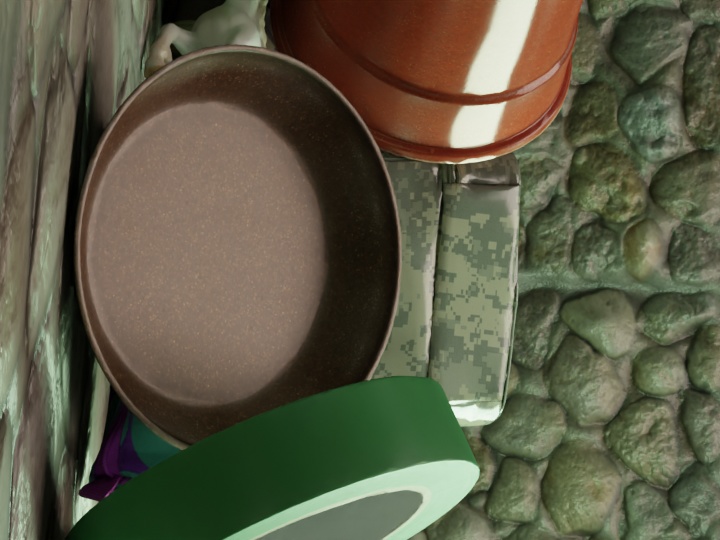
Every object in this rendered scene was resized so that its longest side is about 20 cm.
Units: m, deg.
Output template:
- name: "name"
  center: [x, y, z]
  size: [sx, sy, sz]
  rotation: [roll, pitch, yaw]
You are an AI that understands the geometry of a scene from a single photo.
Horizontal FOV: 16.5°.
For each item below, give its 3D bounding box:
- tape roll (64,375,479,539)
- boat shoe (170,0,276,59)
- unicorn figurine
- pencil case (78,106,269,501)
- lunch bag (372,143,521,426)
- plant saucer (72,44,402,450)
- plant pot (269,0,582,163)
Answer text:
- name: "tape roll"
  center: [-0.042, 0.117, 1.188]
  size: [0.200, 0.200, 0.048]
  rotation: [92, -26, -71]
- name: "boat shoe"
  center: [-0.082, -0.158, 1.597]
  size: [0.200, 0.073, 0.065]
  rotation: [17, 82, -89]
- name: "unicorn figurine"
  center: [-0.070, -0.114, 1.459]
  size: [0.137, 0.074, 0.200]
  rotation: [-46, 138, -63]
- name: "pencil case"
  center: [-0.091, 0.019, 1.254]
  size: [0.092, 0.085, 0.200]
  rotation: [8, 84, -46]
- name: "lunch bag"
  center: [0.000, 0.000, 1.591]
  size: [0.139, 0.168, 0.200]
  rotation: [23, -69, 55]
- name: "plant saucer"
  center: [-0.065, -0.008, 1.197]
  size: [0.037, 0.200, 0.201]
  rotation: [-1, -96, 48]
- name: "plant pot"
  center: [0.062, -0.203, 1.507]
  size: [0.195, 0.200, 0.201]
  rotation: [113, -15, -53]
